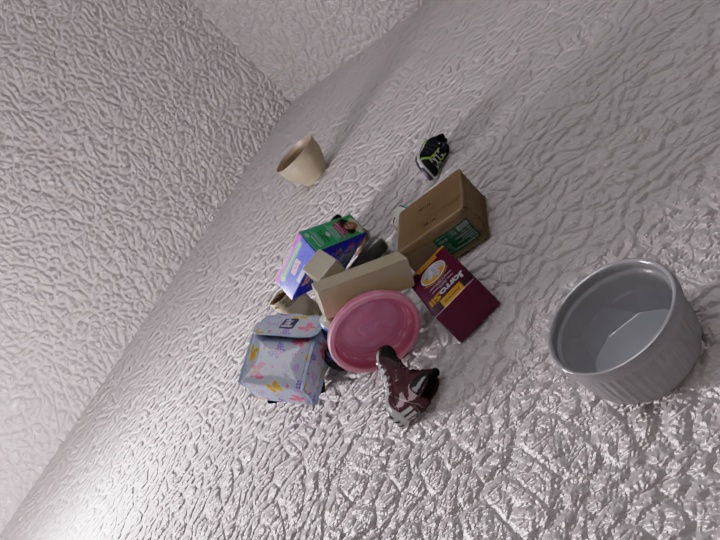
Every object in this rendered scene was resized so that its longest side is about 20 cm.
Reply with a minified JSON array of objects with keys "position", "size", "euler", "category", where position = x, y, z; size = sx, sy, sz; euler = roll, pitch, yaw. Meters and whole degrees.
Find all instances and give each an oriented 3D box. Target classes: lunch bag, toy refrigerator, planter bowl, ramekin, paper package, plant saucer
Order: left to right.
[{"position":[-0.165,0.188,1.605],"size":[0.168,0.127,0.201],"euler":[4,59,20],"category":"lunch bag"},{"position":[-0.220,-0.426,2.841],"size":[0.200,0.135,0.201],"euler":[-39,25,22],"category":"planter bowl"},{"position":[-0.045,0.044,1.669],"size":[0.070,0.200,0.076],"euler":[-49,42,-8],"category":"toy refrigerator"},{"position":[0.006,0.032,1.475],"size":[0.199,0.070,0.076],"euler":[-20,17,-9],"category":"toy refrigerator"},{"position":[0.024,0.118,1.452],"size":[0.200,0.200,0.051],"euler":[-44,38,10],"category":"plant saucer"},{"position":[0.188,-0.106,1.643],"size":[0.200,0.103,0.191],"euler":[-35,27,27],"category":"paper package"},{"position":[0.375,0.091,0.994],"size":[0.200,0.105,0.201],"euler":[-39,25,22],"category":"ramekin"}]

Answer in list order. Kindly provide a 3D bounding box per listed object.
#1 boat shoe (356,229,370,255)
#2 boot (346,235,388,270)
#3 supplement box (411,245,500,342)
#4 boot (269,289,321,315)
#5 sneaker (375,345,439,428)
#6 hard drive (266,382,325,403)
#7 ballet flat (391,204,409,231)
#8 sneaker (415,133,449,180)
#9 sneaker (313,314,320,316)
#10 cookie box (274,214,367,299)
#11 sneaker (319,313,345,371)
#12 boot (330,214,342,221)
[{"position":[-0.016,-0.098,2.037],"size":[0.076,0.072,0.200],"euler":[-48,23,1],"category":"boat shoe"},{"position":[-0.001,-0.002,1.839],"size":[0.200,0.073,0.182],"euler":[-45,5,-4],"category":"boot"},{"position":[0.184,0.043,1.435],"size":[0.110,0.086,0.200],"euler":[-46,23,6],"category":"supplement box"},{"position":[-0.188,0.140,1.862],"size":[0.200,0.155,0.073],"euler":[-45,23,8],"category":"boot"},{"position":[0.100,0.203,1.372],"size":[0.115,0.076,0.201],"euler":[-35,36,18],"category":"sneaker"},{"position":[-0.161,0.241,1.726],"size":[0.138,0.033,0.200],"euler":[-11,26,-2],"category":"hard drive"},{"position":[0.112,-0.131,1.842],"size":[0.069,0.069,0.200],"euler":[-48,4,2],"category":"ballet flat"},{"position":[0.210,-0.333,2.004],"size":[0.083,0.072,0.201],"euler":[-33,27,30],"category":"sneaker"},{"position":[-0.094,0.174,1.724],"size":[0.088,0.081,0.200],"euler":[-45,25,-8],"category":"sneaker"},{"position":[-0.099,-0.037,1.776],"size":[0.199,0.075,0.172],"euler":[-25,-26,-48],"category":"cookie box"},{"position":[-0.046,0.165,1.545],"size":[0.111,0.200,0.077],"euler":[-51,57,7],"category":"sneaker"},{"position":[-0.116,-0.066,2.160],"size":[0.168,0.076,0.201],"euler":[-32,34,26],"category":"boot"}]
